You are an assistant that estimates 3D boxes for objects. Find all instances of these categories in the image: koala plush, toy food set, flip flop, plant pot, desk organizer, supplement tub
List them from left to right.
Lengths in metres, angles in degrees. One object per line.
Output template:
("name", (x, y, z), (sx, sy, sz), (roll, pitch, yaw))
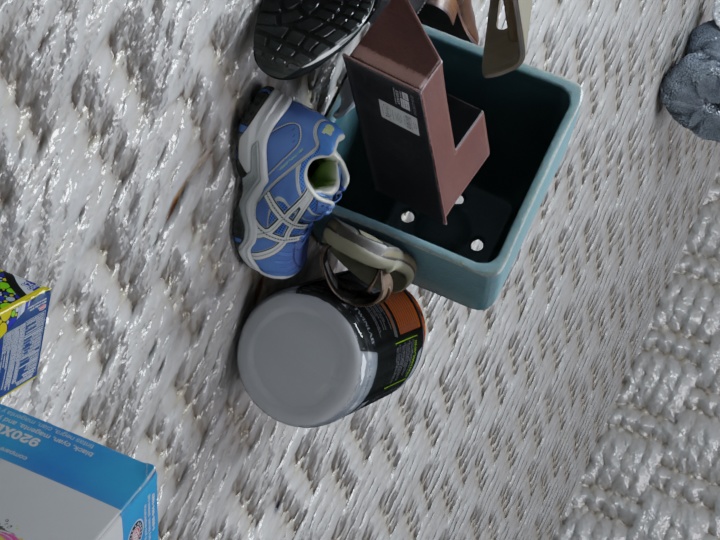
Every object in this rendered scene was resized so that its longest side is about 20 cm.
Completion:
("supplement tub", (-0.018, 0.064, 1.669), (0.200, 0.123, 0.123), (-15, 124, -69))
("flip flop", (0.000, 0.000, 1.552), (0.200, 0.081, 0.058), (49, 62, -85))
("desk organizer", (0.049, -0.128, 1.494), (0.077, 0.072, 0.200), (-54, 158, -19))
("plant pot", (0.073, -0.073, 1.687), (0.200, 0.196, 0.196), (79, 35, -67))
("toy food set", (0.103, -0.273, 1.502), (0.200, 0.060, 0.144), (73, 22, -53))
("koala plush", (0.564, -0.325, 2.974), (0.177, 0.184, 0.200), (104, -5, -49))

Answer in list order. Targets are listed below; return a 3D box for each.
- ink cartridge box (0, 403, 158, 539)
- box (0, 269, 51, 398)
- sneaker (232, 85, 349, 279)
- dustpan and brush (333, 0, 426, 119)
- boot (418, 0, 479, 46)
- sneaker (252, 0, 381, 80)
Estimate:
("ink cartridge box", (-0.234, 0.207, 1.144), (0.200, 0.145, 0.147), (-51, 154, -46))
("box", (-0.256, 0.055, 1.033), (0.200, 0.070, 0.064), (-35, 141, -61))
("sneaker", (-0.054, -0.056, 1.502), (0.200, 0.077, 0.076), (90, 25, -53))
("dustpan and brush", (0.030, -0.215, 1.580), (0.200, 0.057, 0.140), (-46, -168, 11))
("boot", (0.101, -0.308, 1.726), (0.186, 0.064, 0.200), (55, 50, -77))
("sneaker", (-0.019, -0.200, 1.461), (0.200, 0.076, 0.088), (-57, 165, -35))
